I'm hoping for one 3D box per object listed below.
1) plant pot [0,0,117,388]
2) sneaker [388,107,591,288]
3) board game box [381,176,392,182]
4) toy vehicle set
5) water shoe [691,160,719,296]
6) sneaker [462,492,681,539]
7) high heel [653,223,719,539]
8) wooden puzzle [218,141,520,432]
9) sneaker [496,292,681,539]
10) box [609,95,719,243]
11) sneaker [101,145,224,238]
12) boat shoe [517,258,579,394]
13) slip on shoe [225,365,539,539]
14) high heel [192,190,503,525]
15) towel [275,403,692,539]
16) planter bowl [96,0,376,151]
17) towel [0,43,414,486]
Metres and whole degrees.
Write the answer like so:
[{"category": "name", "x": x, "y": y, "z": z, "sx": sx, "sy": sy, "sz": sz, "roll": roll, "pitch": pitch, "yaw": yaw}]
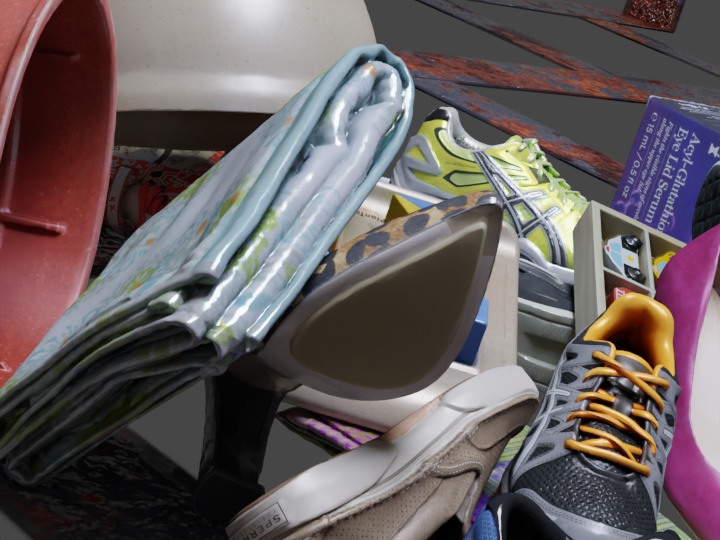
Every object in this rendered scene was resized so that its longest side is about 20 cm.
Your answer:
[{"category": "plant pot", "x": -0.232, "y": -0.053, "z": 0.788, "sx": 0.193, "sy": 0.203, "sz": 0.201, "roll": 11, "pitch": 16, "yaw": 4}, {"category": "sneaker", "x": 0.114, "y": -0.046, "z": 1.168, "sx": 0.199, "sy": 0.077, "sz": 0.075, "roll": 24, "pitch": 18, "yaw": 15}, {"category": "board game box", "x": 0.083, "y": -0.015, "z": 1.232, "sx": 0.198, "sy": 0.037, "sz": 0.151, "roll": 13, "pitch": 18, "yaw": -14}, {"category": "toy vehicle set", "x": 0.186, "y": 0.049, "z": 1.006, "sx": 0.123, "sy": 0.027, "sz": 0.201, "roll": 23, "pitch": 35, "yaw": -12}, {"category": "water shoe", "x": 0.249, "y": 0.017, "z": 0.946, "sx": 0.078, "sy": 0.072, "sz": 0.201, "roll": 1, "pitch": 43, "yaw": -22}, {"category": "sneaker", "x": 0.106, "y": 0.149, "z": 0.639, "sx": 0.199, "sy": 0.090, "sz": 0.078, "roll": 30, "pitch": 22, "yaw": 34}, {"category": "high heel", "x": 0.198, "y": 0.067, "z": 0.882, "sx": 0.067, "sy": 0.096, "sz": 0.201, "roll": 16, "pitch": 36, "yaw": -20}, {"category": "wooden puzzle", "x": 0.000, "y": 0.000, "z": 0.909, "sx": 0.184, "sy": 0.047, "sz": 0.201, "roll": 17, "pitch": 33, "yaw": -4}, {"category": "sneaker", "x": 0.115, "y": 0.076, "z": 0.812, "sx": 0.078, "sy": 0.078, "sz": 0.200, "roll": 21, "pitch": 26, "yaw": -1}, {"category": "box", "x": 0.289, "y": -0.025, "z": 1.278, "sx": 0.104, "sy": 0.149, "sz": 0.200, "roll": 4, "pitch": 21, "yaw": -38}, {"category": "sneaker", "x": -0.117, "y": -0.028, "z": 1.029, "sx": 0.107, "sy": 0.068, "sz": 0.202, "roll": 5, "pitch": 23, "yaw": -10}, {"category": "boat shoe", "x": 0.070, "y": 0.017, "z": 1.049, "sx": 0.199, "sy": 0.072, "sz": 0.068, "roll": 24, "pitch": 24, "yaw": -8}, {"category": "slip on shoe", "x": 0.024, "y": 0.097, "z": 0.738, "sx": 0.061, "sy": 0.076, "sz": 0.199, "roll": 56, "pitch": 33, "yaw": 9}, {"category": "high heel", "x": -0.009, "y": 0.003, "z": 0.744, "sx": 0.071, "sy": 0.200, "sz": 0.143, "roll": 33, "pitch": 31, "yaw": -20}, {"category": "towel", "x": 0.067, "y": 0.108, "z": 0.851, "sx": 0.199, "sy": 0.023, "sz": 0.143, "roll": 30, "pitch": 20, "yaw": 34}, {"category": "planter bowl", "x": -0.084, "y": -0.144, "z": 0.964, "sx": 0.198, "sy": 0.136, "sz": 0.200, "roll": 0, "pitch": -3, "yaw": 0}, {"category": "towel", "x": -0.071, "y": -0.004, "z": 0.735, "sx": 0.048, "sy": 0.171, "sz": 0.200, "roll": 48, "pitch": 41, "yaw": -12}]
